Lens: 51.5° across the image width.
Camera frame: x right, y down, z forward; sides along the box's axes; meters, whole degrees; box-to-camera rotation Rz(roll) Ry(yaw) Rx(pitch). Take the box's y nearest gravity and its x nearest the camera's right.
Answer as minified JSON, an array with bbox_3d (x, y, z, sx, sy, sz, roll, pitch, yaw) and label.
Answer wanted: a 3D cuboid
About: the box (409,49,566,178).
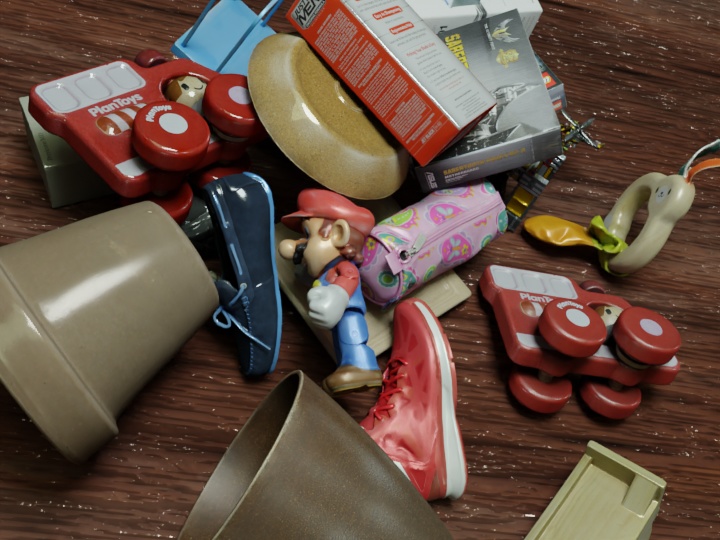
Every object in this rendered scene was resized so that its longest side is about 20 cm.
[{"bbox_3d":[0.129,-0.207,0.913,0.200,0.040,0.137,-25,48,3],"label":"box"}]

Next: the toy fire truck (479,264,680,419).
[{"bbox_3d":[0.240,0.061,0.818,0.200,0.112,0.168,7,39,-12],"label":"toy fire truck"}]

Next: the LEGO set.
[{"bbox_3d":[0.194,-0.156,0.923,0.154,0.116,0.200,43,58,13],"label":"LEGO set"}]

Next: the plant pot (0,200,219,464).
[{"bbox_3d":[-0.222,0.033,0.635,0.174,0.200,0.200,-35,73,-21],"label":"plant pot"}]

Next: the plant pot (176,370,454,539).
[{"bbox_3d":[-0.021,0.215,0.618,0.200,0.187,0.187,35,56,-9],"label":"plant pot"}]

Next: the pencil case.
[{"bbox_3d":[0.075,-0.035,0.800,0.200,0.087,0.087,-28,70,-39],"label":"pencil case"}]

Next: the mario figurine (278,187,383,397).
[{"bbox_3d":[-0.040,0.019,0.701,0.106,0.123,0.200,4,70,-43],"label":"mario figurine"}]

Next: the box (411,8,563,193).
[{"bbox_3d":[0.126,-0.195,0.845,0.158,0.048,0.200,-15,55,11],"label":"box"}]

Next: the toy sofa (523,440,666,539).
[{"bbox_3d":[0.200,0.268,0.697,0.083,0.098,0.200,26,52,32],"label":"toy sofa"}]

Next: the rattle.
[{"bbox_3d":[0.309,-0.094,0.862,0.143,0.200,0.130,35,55,3],"label":"rattle"}]

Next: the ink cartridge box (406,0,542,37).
[{"bbox_3d":[0.111,-0.305,0.975,0.200,0.147,0.086,-13,63,-21],"label":"ink cartridge box"}]

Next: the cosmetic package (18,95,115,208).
[{"bbox_3d":[-0.258,-0.151,0.828,0.200,0.073,0.104,-19,66,-25],"label":"cosmetic package"}]

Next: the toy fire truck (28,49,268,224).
[{"bbox_3d":[-0.192,-0.151,0.731,0.168,0.112,0.200,44,50,11],"label":"toy fire truck"}]

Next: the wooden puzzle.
[{"bbox_3d":[0.000,0.000,0.828,0.200,0.037,0.185,-27,71,-33],"label":"wooden puzzle"}]

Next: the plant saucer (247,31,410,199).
[{"bbox_3d":[-0.017,-0.165,0.742,0.200,0.035,0.201,24,49,-30],"label":"plant saucer"}]

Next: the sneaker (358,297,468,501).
[{"bbox_3d":[0.030,0.126,0.721,0.115,0.078,0.200,-5,69,-17],"label":"sneaker"}]

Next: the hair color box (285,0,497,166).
[{"bbox_3d":[0.033,-0.207,0.735,0.200,0.061,0.101,49,41,1],"label":"hair color box"}]

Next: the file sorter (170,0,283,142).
[{"bbox_3d":[-0.082,-0.251,0.859,0.200,0.123,0.139,41,47,-15],"label":"file sorter"}]

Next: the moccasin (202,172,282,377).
[{"bbox_3d":[-0.122,0.007,0.722,0.068,0.080,0.200,-10,100,-30],"label":"moccasin"}]

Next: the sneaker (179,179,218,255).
[{"bbox_3d":[-0.202,-0.048,0.788,0.200,0.076,0.091,-18,58,-34],"label":"sneaker"}]
